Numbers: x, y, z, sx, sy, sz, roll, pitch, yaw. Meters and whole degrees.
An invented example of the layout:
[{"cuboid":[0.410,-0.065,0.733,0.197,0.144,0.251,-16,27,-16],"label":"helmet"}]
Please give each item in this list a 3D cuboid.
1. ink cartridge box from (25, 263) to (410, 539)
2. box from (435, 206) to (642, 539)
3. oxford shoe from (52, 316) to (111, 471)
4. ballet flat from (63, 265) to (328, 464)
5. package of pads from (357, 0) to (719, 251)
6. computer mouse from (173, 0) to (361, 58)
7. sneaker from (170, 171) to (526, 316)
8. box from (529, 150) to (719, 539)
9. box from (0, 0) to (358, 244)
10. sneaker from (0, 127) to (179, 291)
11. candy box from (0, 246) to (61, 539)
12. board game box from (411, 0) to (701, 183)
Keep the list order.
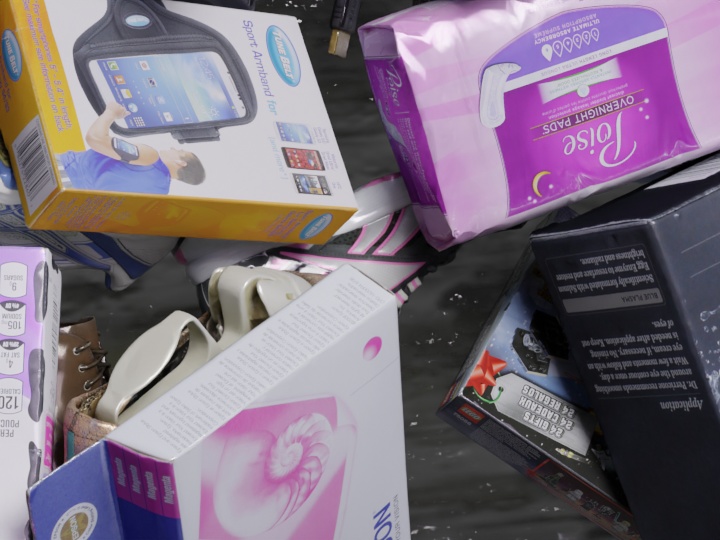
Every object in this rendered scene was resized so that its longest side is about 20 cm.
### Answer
[{"cuboid":[-0.058,0.125,1.143,0.043,0.197,0.200,32,54,33],"label":"ink cartridge box"},{"cuboid":[0.156,0.075,1.325,0.199,0.040,0.137,35,61,-6],"label":"box"},{"cuboid":[-0.146,0.069,1.180,0.200,0.073,0.084,44,93,-3],"label":"oxford shoe"},{"cuboid":[-0.066,0.040,1.160,0.200,0.068,0.068,-41,132,-36],"label":"ballet flat"},{"cuboid":[0.108,-0.098,1.240,0.199,0.076,0.121,-20,100,-16],"label":"package of pads"},{"cuboid":[-0.074,-0.125,1.304,0.139,0.046,0.202,17,81,-26],"label":"computer mouse"},{"cuboid":[0.000,0.000,1.287,0.198,0.080,0.087,-14,87,-17],"label":"sneaker"},{"cuboid":[0.224,0.034,1.253,0.196,0.117,0.201,-25,98,-27],"label":"box"},{"cuboid":[-0.085,-0.075,1.188,0.199,0.041,0.120,1,60,-37],"label":"box"},{"cuboid":[-0.176,-0.035,1.184,0.199,0.088,0.076,17,37,-30],"label":"sneaker"},{"cuboid":[-0.226,0.091,1.109,0.166,0.072,0.202,1,82,-3],"label":"candy box"},{"cuboid":[0.117,-0.160,1.336,0.158,0.097,0.202,9,87,-18],"label":"board game box"}]
